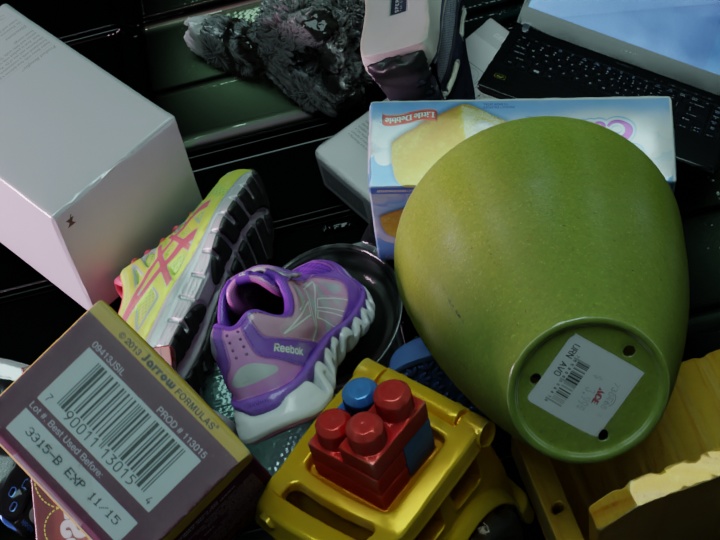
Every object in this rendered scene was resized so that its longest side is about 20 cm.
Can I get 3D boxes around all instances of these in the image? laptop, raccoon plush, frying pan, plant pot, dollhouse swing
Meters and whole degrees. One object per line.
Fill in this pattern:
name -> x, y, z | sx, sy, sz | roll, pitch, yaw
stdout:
laptop -> 0.199, -0.178, 1.525 | 0.177, 0.103, 0.200 | 20, 30, 7
raccoon plush -> -0.029, -0.207, 1.647 | 0.200, 0.097, 0.134 | 27, 55, 29
frying pan -> -0.016, 0.002, 1.494 | 0.115, 0.031, 0.190 | -2, 62, 24
plant pot -> 0.120, 0.029, 1.272 | 0.187, 0.187, 0.200 | -13, 24, 3
dollhouse swing -> 0.199, 0.094, 1.301 | 0.200, 0.176, 0.182 | -20, 52, -2

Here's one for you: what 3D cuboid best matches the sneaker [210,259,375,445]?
sneaker -> -0.050, 0.029, 1.382 | 0.080, 0.088, 0.200 | -26, 16, 20

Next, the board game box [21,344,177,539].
board game box -> -0.162, 0.154, 1.384 | 0.103, 0.019, 0.200 | -9, 76, 6

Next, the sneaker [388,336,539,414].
sneaker -> 0.114, 0.041, 1.436 | 0.200, 0.070, 0.078 | -10, 43, 1

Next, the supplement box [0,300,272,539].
supplement box -> -0.133, 0.112, 1.277 | 0.131, 0.200, 0.103 | 44, 84, 12

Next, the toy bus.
toy bus -> 0.000, 0.153, 1.292 | 0.136, 0.192, 0.200 | 27, 64, 27

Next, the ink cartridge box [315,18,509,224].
ink cartridge box -> 0.096, -0.073, 1.538 | 0.176, 0.045, 0.200 | -37, 54, -15

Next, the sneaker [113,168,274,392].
sneaker -> -0.131, 0.002, 1.514 | 0.090, 0.078, 0.200 | 10, 54, 28

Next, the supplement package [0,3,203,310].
supplement package -> -0.230, -0.083, 1.573 | 0.121, 0.120, 0.200 | -41, 55, -20

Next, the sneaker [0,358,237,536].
sneaker -> -0.188, 0.133, 1.438 | 0.200, 0.073, 0.112 | 10, 69, 15

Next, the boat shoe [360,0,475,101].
boat shoe -> 0.046, -0.177, 1.550 | 0.075, 0.093, 0.200 | -11, 40, 22

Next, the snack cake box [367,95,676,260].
snack cake box -> 0.107, -0.060, 1.420 | 0.200, 0.115, 0.067 | -1, 64, 4
